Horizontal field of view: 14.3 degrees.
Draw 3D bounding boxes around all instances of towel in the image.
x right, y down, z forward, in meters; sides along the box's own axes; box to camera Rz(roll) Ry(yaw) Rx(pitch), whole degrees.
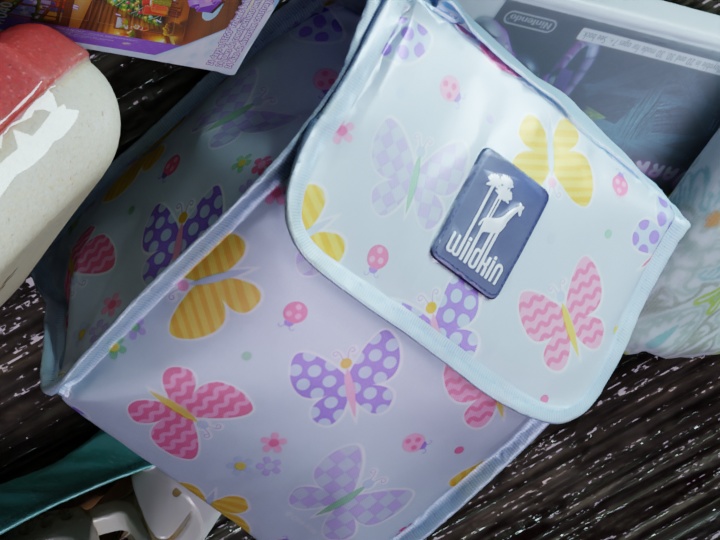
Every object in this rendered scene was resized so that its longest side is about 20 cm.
[{"bbox_3d":[0.208,-0.031,1.243,0.200,0.048,0.171,-1,134,-45],"label":"towel"}]

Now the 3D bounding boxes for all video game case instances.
[{"bbox_3d":[0.065,-0.041,1.182,0.200,0.023,0.182,9,129,-39],"label":"video game case"}]

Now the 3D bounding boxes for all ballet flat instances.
[{"bbox_3d":[-0.110,0.108,1.198,0.200,0.070,0.067,-23,142,-9],"label":"ballet flat"}]

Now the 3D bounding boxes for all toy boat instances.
[{"bbox_3d":[-0.177,-0.027,0.970,0.131,0.131,0.200,-48,-178,-36],"label":"toy boat"}]

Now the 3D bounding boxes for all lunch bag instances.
[{"bbox_3d":[0.000,0.000,1.074,0.200,0.127,0.170,-42,121,15],"label":"lunch bag"}]

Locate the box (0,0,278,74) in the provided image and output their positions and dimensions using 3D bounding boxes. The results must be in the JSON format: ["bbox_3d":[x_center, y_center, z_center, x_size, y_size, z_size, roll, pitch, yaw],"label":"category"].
[{"bbox_3d":[-0.071,-0.141,0.900,0.137,0.039,0.200,9,147,-21],"label":"box"}]
